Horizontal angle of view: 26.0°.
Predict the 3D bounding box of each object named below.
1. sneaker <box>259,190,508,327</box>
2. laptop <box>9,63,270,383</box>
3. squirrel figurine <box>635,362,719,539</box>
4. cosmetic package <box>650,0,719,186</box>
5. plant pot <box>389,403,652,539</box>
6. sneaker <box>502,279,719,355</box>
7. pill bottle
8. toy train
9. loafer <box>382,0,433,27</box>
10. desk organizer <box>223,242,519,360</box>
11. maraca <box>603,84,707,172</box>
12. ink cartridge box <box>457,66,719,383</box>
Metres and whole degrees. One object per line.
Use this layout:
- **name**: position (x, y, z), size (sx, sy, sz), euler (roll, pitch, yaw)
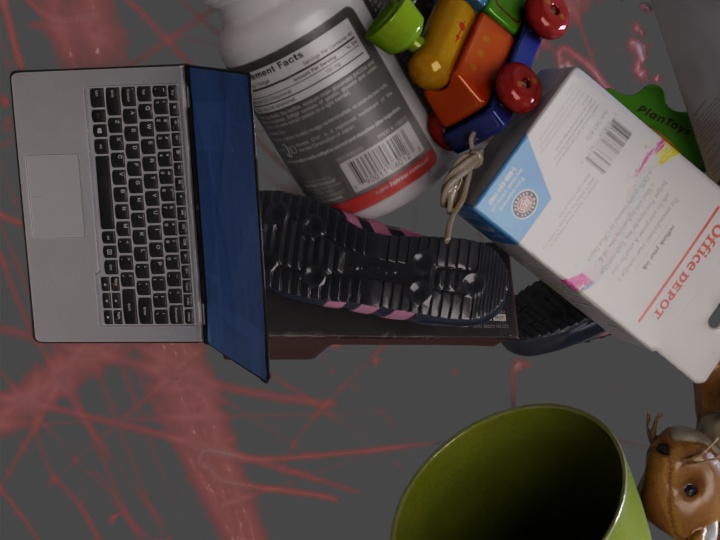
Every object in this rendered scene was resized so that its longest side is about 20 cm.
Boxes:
- **sneaker**: position (0.000, 0.000, 1.042), size (0.199, 0.082, 0.070), euler (16, 82, 8)
- **laptop**: position (-0.144, -0.033, 0.994), size (0.199, 0.116, 0.188), euler (-1, 101, 12)
- **squirrel figurine**: position (0.298, 0.153, 1.194), size (0.186, 0.141, 0.200), euler (-39, 133, -17)
- **cosmetic package**: position (0.293, -0.150, 1.136), size (0.107, 0.085, 0.201), euler (-1, 63, -23)
- **plant pot**: position (0.149, 0.235, 1.172), size (0.187, 0.187, 0.200), euler (-41, 125, -9)
- **sneaker**: position (0.201, 0.031, 1.192), size (0.199, 0.070, 0.082), euler (-23, 126, -7)
- **pill bottle**: position (-0.025, -0.139, 1.061), size (0.116, 0.116, 0.200), euler (-35, 108, -11)
- **toy train**: position (0.049, -0.128, 0.999), size (0.116, 0.085, 0.200), euler (39, 53, -20)
- **loafer**: position (0.090, -0.221, 1.113), size (0.076, 0.068, 0.200), euler (40, 85, -22)
- **desk organizer**: position (0.004, 0.023, 1.109), size (0.199, 0.077, 0.072), euler (1, 73, -20)
- **maraca**: position (0.187, -0.064, 1.141), size (0.200, 0.137, 0.107), euler (-49, 157, -28)
- **ink cartridge box**: position (0.172, -0.028, 1.035), size (0.200, 0.068, 0.115), euler (38, 86, -13)
